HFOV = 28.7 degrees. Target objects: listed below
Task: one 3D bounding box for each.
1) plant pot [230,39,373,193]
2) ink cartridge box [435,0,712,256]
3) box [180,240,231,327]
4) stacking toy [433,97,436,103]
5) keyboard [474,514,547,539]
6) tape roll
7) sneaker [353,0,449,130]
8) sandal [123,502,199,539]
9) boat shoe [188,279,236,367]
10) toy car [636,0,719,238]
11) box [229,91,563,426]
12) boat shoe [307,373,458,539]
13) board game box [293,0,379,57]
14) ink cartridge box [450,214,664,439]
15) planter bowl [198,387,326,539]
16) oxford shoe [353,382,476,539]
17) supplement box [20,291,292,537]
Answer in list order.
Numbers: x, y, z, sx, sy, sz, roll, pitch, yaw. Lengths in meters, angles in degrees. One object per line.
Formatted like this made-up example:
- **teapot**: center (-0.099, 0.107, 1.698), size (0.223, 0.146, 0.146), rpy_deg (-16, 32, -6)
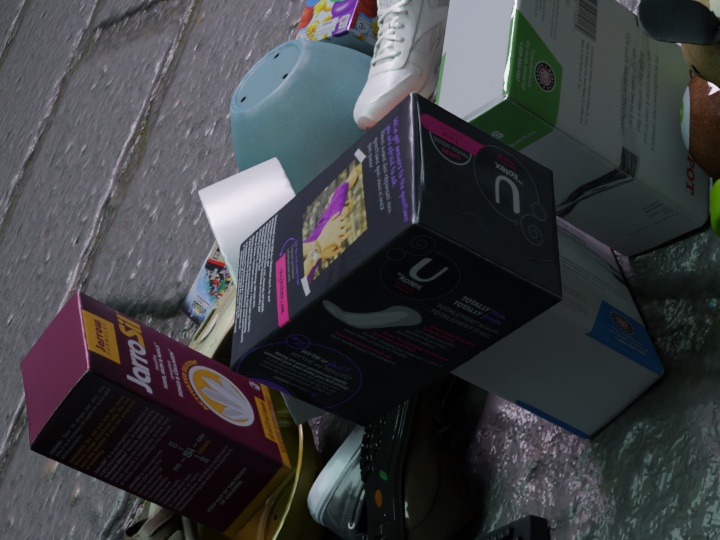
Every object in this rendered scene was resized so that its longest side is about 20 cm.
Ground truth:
- **plant pot**: center (-0.047, -0.140, 1.342), size (0.199, 0.135, 0.201), rpy_deg (-33, 30, 22)
- **ink cartridge box**: center (0.157, -0.120, 1.010), size (0.084, 0.199, 0.147), rpy_deg (-27, 44, 46)
- **box**: center (-0.105, 0.029, 1.380), size (0.200, 0.035, 0.111), rpy_deg (31, 94, 57)
- **stacking toy**: center (0.079, -0.096, 1.210), size (0.146, 0.146, 0.201), rpy_deg (-40, 18, 30)
- **keyboard**: center (0.110, 0.261, 0.945), size (0.127, 0.020, 0.202), rpy_deg (-30, 44, 41)
- **tape roll**: center (-0.059, 0.017, 1.111), size (0.070, 0.204, 0.203), rpy_deg (-24, 35, -4)
- **sneaker**: center (0.035, -0.207, 1.256), size (0.074, 0.100, 0.201), rpy_deg (-12, 38, 45)
- **sandal**: center (-0.174, 0.222, 1.192), size (0.080, 0.057, 0.203), rpy_deg (-37, 39, 34)
- **boat shoe**: center (-0.092, 0.024, 1.253), size (0.063, 0.073, 0.202), rpy_deg (15, 69, 48)
- **toy car**: center (0.239, -0.144, 0.905), size (0.157, 0.199, 0.166), rpy_deg (-28, 44, 41)
- **box**: center (0.019, -0.001, 0.904), size (0.200, 0.121, 0.107), rpy_deg (-37, 40, 41)
- **boat shoe**: center (0.037, 0.130, 1.118), size (0.066, 0.070, 0.201), rpy_deg (35, 85, 32)
- **board game box**: center (0.023, -0.295, 1.434), size (0.103, 0.104, 0.202), rpy_deg (-9, 59, 52)
- **ink cartridge box**: center (0.118, 0.002, 1.017), size (0.086, 0.146, 0.201), rpy_deg (-47, 33, 25)
- **planter bowl**: center (-0.083, 0.203, 1.211), size (0.200, 0.083, 0.202), rpy_deg (-35, 40, 35)
- **oxford shoe**: center (0.045, 0.156, 1.061), size (0.073, 0.083, 0.203), rpy_deg (157, 120, -68)
- **supplement box**: center (-0.163, 0.116, 1.123), size (0.086, 0.199, 0.111), rpy_deg (-49, 33, 17)
